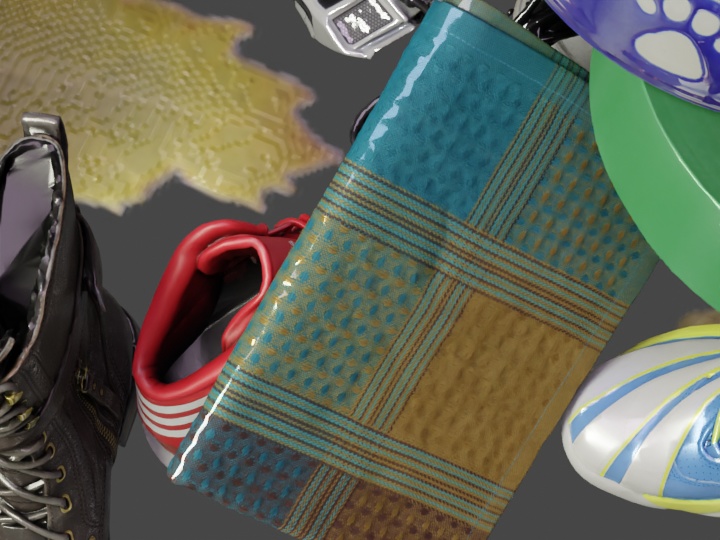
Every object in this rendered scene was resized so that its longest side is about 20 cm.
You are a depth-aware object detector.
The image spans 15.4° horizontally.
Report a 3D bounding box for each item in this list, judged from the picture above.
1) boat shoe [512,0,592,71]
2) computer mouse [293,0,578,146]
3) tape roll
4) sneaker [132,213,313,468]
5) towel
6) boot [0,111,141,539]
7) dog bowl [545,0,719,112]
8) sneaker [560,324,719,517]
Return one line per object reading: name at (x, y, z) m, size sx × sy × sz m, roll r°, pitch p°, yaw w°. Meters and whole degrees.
boat shoe at (0.140, -0.057, 1.028) m, size 0.072 × 0.069 × 0.200 m, roll -40°, pitch 74°, yaw -10°
computer mouse at (0.013, -0.113, 1.037) m, size 0.110 × 0.044 × 0.200 m, roll -41°, pitch 40°, yaw 2°
tape roll at (0.182, -0.060, 0.938) m, size 0.200 × 0.048 × 0.201 m, roll 7°, pitch 59°, yaw -12°
sneaker at (0.000, 0.000, 0.992) m, size 0.200 × 0.116 × 0.078 m, roll -42°, pitch 75°, yaw -9°
towel at (0.031, 0.013, 0.961) m, size 0.200 × 0.147 × 0.022 m, roll -59°, pitch 37°, yaw 3°
boot at (-0.126, 0.062, 0.947) m, size 0.069 × 0.174 × 0.200 m, roll 6°, pitch 71°, yaw 5°
dog bowl at (0.145, -0.152, 0.906) m, size 0.200 × 0.079 × 0.200 m, roll 7°, pitch 59°, yaw -12°
sneaker at (0.174, 0.041, 0.974) m, size 0.200 × 0.105 × 0.076 m, roll -5°, pitch 71°, yaw 1°
